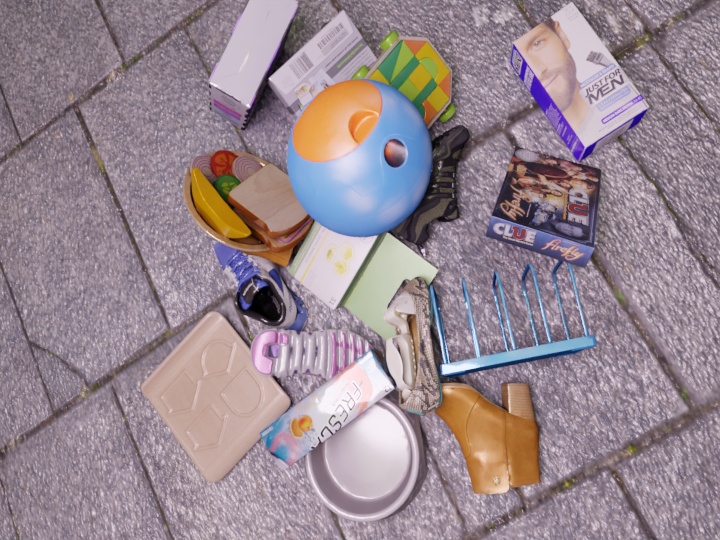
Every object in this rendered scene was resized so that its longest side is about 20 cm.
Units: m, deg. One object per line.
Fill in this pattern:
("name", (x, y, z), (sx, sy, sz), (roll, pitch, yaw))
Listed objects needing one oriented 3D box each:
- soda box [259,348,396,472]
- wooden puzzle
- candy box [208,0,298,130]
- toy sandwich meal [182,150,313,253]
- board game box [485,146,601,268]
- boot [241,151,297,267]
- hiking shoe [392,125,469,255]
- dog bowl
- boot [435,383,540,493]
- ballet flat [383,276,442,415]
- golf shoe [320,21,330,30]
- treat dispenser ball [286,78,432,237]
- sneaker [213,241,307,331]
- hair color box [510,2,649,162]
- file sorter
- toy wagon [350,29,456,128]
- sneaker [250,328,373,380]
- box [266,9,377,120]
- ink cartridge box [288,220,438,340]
("soda box", (-0.041, 0.193, 0.753), (0.198, 0.068, 0.064), (-38, 79, 4))
("wooden puzzle", (-0.232, 0.201, 0.869), (0.185, 0.046, 0.200), (-45, 80, 3))
("candy box", (-0.176, -0.332, 0.854), (0.070, 0.200, 0.172), (26, 87, -16))
("toy sandwich meal", (-0.163, -0.113, 0.794), (0.200, 0.070, 0.210), (16, 52, -21))
("board game box", (0.261, -0.097, 0.749), (0.132, 0.035, 0.202), (18, 44, 12))
("boot", (-0.157, -0.099, 0.884), (0.141, 0.071, 0.205), (23, 46, -16))
("hiking shoe", (0.120, -0.127, 0.834), (0.100, 0.076, 0.202), (36, 85, -15))
("dog bowl", (0.005, 0.272, 0.798), (0.193, 0.059, 0.207), (-2, 81, 12))
("boot", (0.153, 0.235, 0.754), (0.194, 0.071, 0.149), (-1, 77, 5))
("ballet flat", (0.066, 0.093, 0.735), (0.074, 0.068, 0.205), (14, 58, -29))
("golf shoe", (-0.035, -0.302, 0.894), (0.075, 0.094, 0.207), (-7, 103, -18))
("treat dispenser ball", (-0.001, -0.148, 0.718), (0.194, 0.201, 0.208), (-2, 81, 11))
("sneaker", (-0.165, 0.014, 0.844), (0.080, 0.115, 0.200), (-41, 76, 2))
("hair color box", (0.326, -0.285, 0.813), (0.108, 0.065, 0.203), (-31, 75, 6))
("file sorter", (0.201, 0.069, 0.749), (0.194, 0.139, 0.127), (-13, 75, 9))
("toy wagon", (0.054, -0.252, 0.819), (0.155, 0.040, 0.201), (42, 87, -20))
("sneaker", (-0.071, 0.129, 0.830), (0.194, 0.088, 0.083), (8, 82, -10))
("box", (-0.025, -0.264, 0.835), (0.156, 0.041, 0.201), (-42, 110, -4))
("ink cartridge box", (0.000, 0.000, 0.827), (0.198, 0.048, 0.148), (38, 107, 16))
